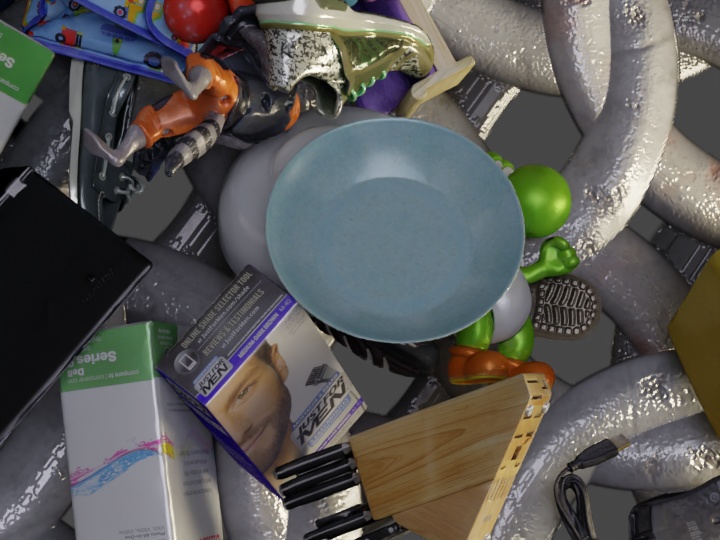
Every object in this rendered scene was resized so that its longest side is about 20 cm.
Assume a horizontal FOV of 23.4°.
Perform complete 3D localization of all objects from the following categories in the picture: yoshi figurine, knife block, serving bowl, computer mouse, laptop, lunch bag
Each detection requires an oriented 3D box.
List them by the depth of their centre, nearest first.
[{"bbox_3d":[0.034,0.141,1.374,0.175,0.064,0.201,26,97,20],"label":"knife block"},{"bbox_3d":[-0.288,0.023,1.381,0.116,0.200,0.187,44,78,-17],"label":"laptop"},{"bbox_3d":[0.126,-0.005,1.412,0.111,0.112,0.201,1,74,-2],"label":"yoshi figurine"},{"bbox_3d":[-0.026,-0.066,1.434,0.199,0.066,0.201,-5,51,6],"label":"serving bowl"},{"bbox_3d":[-0.169,-0.239,1.469,0.199,0.094,0.151,19,59,-17],"label":"lunch bag"},{"bbox_3d":[0.263,0.203,1.507,0.199,0.046,0.141,-21,76,-10],"label":"computer mouse"}]

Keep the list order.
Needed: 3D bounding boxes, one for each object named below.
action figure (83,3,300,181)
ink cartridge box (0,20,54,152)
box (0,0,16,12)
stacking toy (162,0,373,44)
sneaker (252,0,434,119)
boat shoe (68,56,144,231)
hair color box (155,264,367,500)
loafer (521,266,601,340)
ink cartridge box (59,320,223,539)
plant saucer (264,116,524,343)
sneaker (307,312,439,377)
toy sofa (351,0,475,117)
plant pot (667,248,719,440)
[{"bbox_3d":[-0.123,-0.113,1.373,0.105,0.200,0.193,51,36,17],"label":"action figure"},{"bbox_3d":[-0.338,-0.113,1.364,0.083,0.147,0.200,29,90,-30],"label":"ink cartridge box"},{"bbox_3d":[-0.382,-0.203,1.449,0.200,0.064,0.070,-40,89,-11],"label":"box"},{"bbox_3d":[-0.065,-0.237,1.412,0.199,0.085,0.086,-18,85,-7],"label":"stacking toy"},{"bbox_3d":[-0.017,-0.162,1.377,0.200,0.077,0.089,8,90,-50],"label":"sneaker"},{"bbox_3d":[-0.212,-0.083,1.455,0.062,0.073,0.201,-1,77,-6],"label":"boat shoe"},{"bbox_3d":[-0.074,0.094,1.387,0.065,0.200,0.109,34,76,32],"label":"hair color box"},{"bbox_3d":[0.107,0.023,1.494,0.199,0.068,0.076,16,78,10],"label":"loafer"},{"bbox_3d":[-0.173,0.147,1.384,0.087,0.145,0.201,-10,84,9],"label":"ink cartridge box"},{"bbox_3d":[0.026,-0.025,1.345,0.200,0.039,0.202,1,60,-2],"label":"plant saucer"},{"bbox_3d":[0.000,0.000,1.454,0.200,0.076,0.116,28,69,19],"label":"sneaker"},{"bbox_3d":[0.006,-0.230,1.502,0.097,0.083,0.201,-28,87,-12],"label":"toy sofa"},{"bbox_3d":[0.378,0.049,1.461,0.200,0.200,0.176,-33,69,-24],"label":"plant pot"}]
